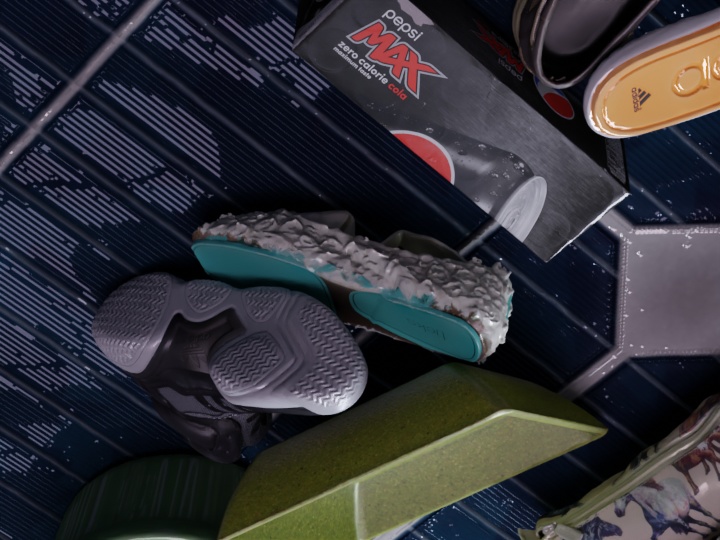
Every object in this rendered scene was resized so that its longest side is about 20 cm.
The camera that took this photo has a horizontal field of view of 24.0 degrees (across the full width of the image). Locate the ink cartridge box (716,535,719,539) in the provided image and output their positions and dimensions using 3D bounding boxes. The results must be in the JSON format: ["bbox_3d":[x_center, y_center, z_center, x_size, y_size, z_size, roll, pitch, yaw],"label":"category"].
[{"bbox_3d":[0.306,0.221,1.100,0.200,0.084,0.145,7,130,-33],"label":"ink cartridge box"}]

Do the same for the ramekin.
[{"bbox_3d":[-0.122,0.219,1.147,0.200,0.098,0.200,1,125,2],"label":"ramekin"}]

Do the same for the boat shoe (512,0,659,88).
[{"bbox_3d":[0.147,-0.174,0.878,0.074,0.073,0.200,20,123,-12],"label":"boat shoe"}]

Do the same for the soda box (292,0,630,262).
[{"bbox_3d":[0.057,-0.096,0.942,0.200,0.063,0.071,38,118,-21],"label":"soda box"}]

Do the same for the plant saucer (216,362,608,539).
[{"bbox_3d":[0.031,0.112,1.049,0.200,0.048,0.200,-27,162,19],"label":"plant saucer"}]

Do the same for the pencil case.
[{"bbox_3d":[0.200,0.144,1.095,0.089,0.078,0.200,22,127,-40],"label":"pencil case"}]

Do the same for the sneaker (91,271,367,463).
[{"bbox_3d":[-0.064,0.067,1.025,0.200,0.076,0.114,13,146,37],"label":"sneaker"}]

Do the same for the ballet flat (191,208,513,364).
[{"bbox_3d":[0.000,0.000,1.003,0.200,0.072,0.072,19,127,19],"label":"ballet flat"}]

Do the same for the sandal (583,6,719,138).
[{"bbox_3d":[0.221,-0.108,0.898,0.207,0.059,0.079,-25,135,-5],"label":"sandal"}]
